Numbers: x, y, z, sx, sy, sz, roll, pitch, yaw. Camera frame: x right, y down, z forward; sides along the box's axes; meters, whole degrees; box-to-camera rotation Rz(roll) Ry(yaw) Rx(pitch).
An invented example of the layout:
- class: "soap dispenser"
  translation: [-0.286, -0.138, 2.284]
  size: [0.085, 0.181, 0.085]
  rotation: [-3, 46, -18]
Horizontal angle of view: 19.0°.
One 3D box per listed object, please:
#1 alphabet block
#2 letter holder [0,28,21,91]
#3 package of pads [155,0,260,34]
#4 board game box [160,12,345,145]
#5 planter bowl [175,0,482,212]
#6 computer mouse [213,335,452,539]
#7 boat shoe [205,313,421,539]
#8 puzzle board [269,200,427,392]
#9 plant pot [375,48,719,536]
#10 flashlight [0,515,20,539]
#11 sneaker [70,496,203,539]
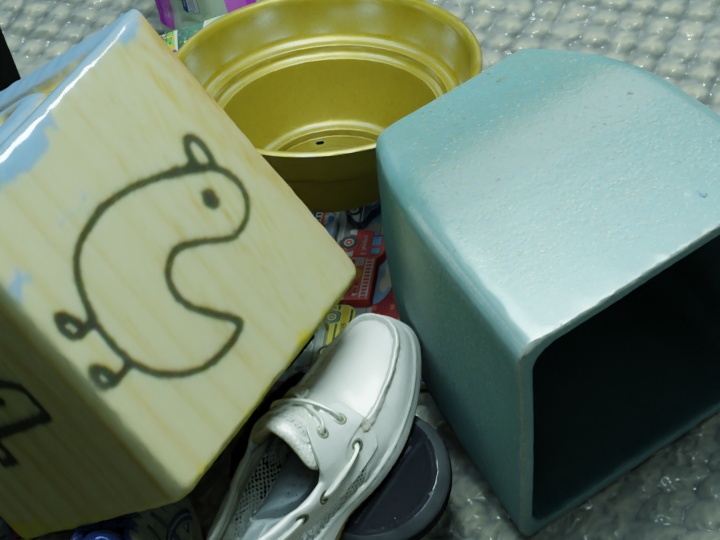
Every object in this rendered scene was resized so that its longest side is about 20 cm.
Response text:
- class: "alphabet block"
  translation: [-0.160, 0.008, 1.220]
  size: [0.196, 0.200, 0.196]
  rotation: [-19, 27, 53]
- class: "letter holder"
  translation: [-0.358, -0.104, 1.551]
  size: [0.142, 0.101, 0.200]
  rotation: [9, 49, 24]
- class: "package of pads"
  translation: [-0.084, -0.273, 1.610]
  size: [0.068, 0.155, 0.200]
  rotation: [21, 53, 30]
- class: "board game box"
  translation: [-0.113, -0.104, 1.504]
  size: [0.199, 0.064, 0.148]
  rotation: [-18, 41, 2]
- class: "planter bowl"
  translation: [-0.020, -0.095, 1.366]
  size: [0.199, 0.084, 0.201]
  rotation: [-3, 37, 2]
- class: "computer mouse"
  translation: [-0.016, 0.107, 1.283]
  size: [0.200, 0.053, 0.139]
  rotation: [31, 76, 39]
- class: "boat shoe"
  translation: [-0.029, 0.102, 1.212]
  size: [0.071, 0.069, 0.201]
  rotation: [12, 65, 35]
- class: "puzzle board"
  translation: [0.000, 0.000, 1.416]
  size: [0.150, 0.017, 0.201]
  rotation: [-2, 45, 12]
- class: "plant pot"
  translation: [0.112, -0.011, 1.247]
  size: [0.196, 0.196, 0.200]
  rotation: [-31, 57, -17]
- class: "flashlight"
  translation: [-0.197, 0.100, 1.330]
  size: [0.068, 0.068, 0.200]
  rotation: [11, 49, 35]
- class: "sneaker"
  translation: [-0.133, 0.164, 1.235]
  size: [0.075, 0.088, 0.200]
  rotation: [-15, 43, 2]
